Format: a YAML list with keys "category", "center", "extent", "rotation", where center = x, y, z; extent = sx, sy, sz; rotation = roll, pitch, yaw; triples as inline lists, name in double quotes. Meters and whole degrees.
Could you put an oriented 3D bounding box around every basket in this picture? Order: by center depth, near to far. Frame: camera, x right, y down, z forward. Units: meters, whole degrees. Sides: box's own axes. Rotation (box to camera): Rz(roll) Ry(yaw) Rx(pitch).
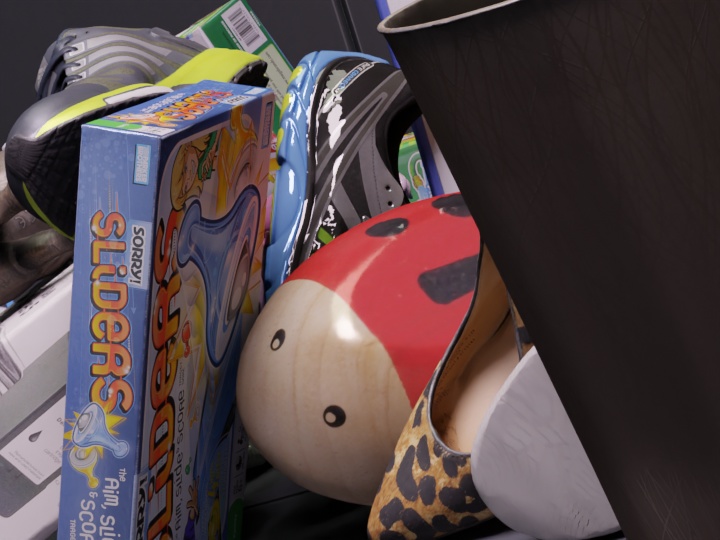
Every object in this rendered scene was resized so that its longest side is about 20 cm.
- category: "basket"
  center: [0.112, -0.011, 0.922]
  extent: [0.180, 0.201, 0.136]
  rotation: [-26, 12, -38]

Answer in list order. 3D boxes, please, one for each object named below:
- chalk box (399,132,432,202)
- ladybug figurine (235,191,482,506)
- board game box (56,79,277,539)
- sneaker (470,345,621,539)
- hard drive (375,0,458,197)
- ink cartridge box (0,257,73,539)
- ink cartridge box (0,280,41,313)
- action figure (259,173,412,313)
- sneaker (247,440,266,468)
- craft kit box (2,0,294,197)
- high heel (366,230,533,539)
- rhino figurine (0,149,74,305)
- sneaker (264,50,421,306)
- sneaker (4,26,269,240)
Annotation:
- category: "chalk box"
  center: [0.057, -0.024, 1.647]
  extent: [0.199, 0.125, 0.125]
  rotation: [-19, 5, -17]
- category: "ladybug figurine"
  center: [0.040, 0.022, 1.198]
  extent: [0.199, 0.136, 0.072]
  rotation: [-27, -29, -31]
- category: "board game box"
  center: [-0.079, 0.032, 1.160]
  extent: [0.034, 0.201, 0.135]
  rotation: [9, 14, 16]
- category: "sneaker"
  center: [0.124, 0.018, 1.043]
  extent: [0.200, 0.075, 0.088]
  rotation: [-45, -1, 15]
- category: "hard drive"
  center: [0.053, -0.041, 1.377]
  extent: [0.025, 0.201, 0.132]
  rotation: [-16, 1, 10]
- category: "ink cartridge box"
  center: [-0.156, 0.070, 1.299]
  extent: [0.200, 0.084, 0.145]
  rotation: [-39, 8, -5]
- category: "ink cartridge box"
  center: [-0.193, 0.013, 1.507]
  extent: [0.198, 0.201, 0.043]
  rotation: [-42, -45, 22]
- category: "action figure"
  center: [-0.036, 0.021, 1.427]
  extent: [0.148, 0.135, 0.200]
  rotation: [-6, 14, -29]
- category: "sneaker"
  center: [-0.088, 0.079, 1.478]
  extent: [0.087, 0.076, 0.200]
  rotation: [-34, -1, 17]
- category: "craft kit box"
  center: [-0.077, -0.028, 1.571]
  extent: [0.197, 0.200, 0.049]
  rotation: [-25, 14, 50]
- category: "high heel"
  center: [0.035, 0.017, 1.067]
  extent: [0.142, 0.072, 0.200]
  rotation: [27, -69, -43]
- category: "rhino figurine"
  center: [-0.138, -0.039, 1.329]
  extent: [0.087, 0.060, 0.200]
  rotation: [-30, 8, 27]
- category: "sneaker"
  center: [0.000, 0.000, 1.276]
  extent: [0.082, 0.201, 0.071]
  rotation: [3, -12, 4]
- category: "sneaker"
  center: [-0.111, -0.063, 1.229]
  extent: [0.081, 0.074, 0.200]
  rotation: [23, 16, 13]
